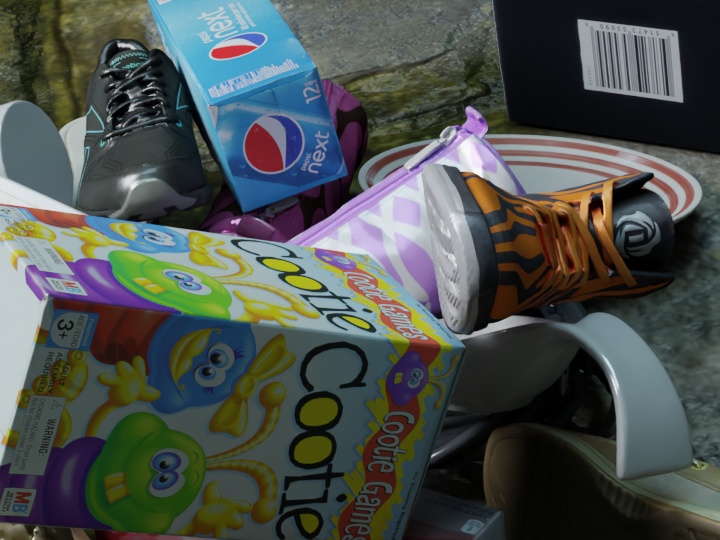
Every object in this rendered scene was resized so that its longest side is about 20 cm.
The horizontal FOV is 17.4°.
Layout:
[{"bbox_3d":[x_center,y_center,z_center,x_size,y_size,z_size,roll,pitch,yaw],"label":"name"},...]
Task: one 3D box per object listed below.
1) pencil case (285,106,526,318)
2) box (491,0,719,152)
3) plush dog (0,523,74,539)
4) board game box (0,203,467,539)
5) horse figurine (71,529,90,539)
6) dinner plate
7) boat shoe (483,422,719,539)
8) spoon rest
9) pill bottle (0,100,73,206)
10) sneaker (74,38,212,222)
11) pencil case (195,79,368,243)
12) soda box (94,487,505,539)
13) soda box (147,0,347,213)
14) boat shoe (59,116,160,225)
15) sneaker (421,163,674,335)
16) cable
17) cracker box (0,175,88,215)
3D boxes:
[{"bbox_3d":[0.000,0.000,1.204,0.199,0.086,0.084,-34,34,-15],"label":"pencil case"},{"bbox_3d":[0.215,-0.177,1.484,0.199,0.125,0.197,11,37,30],"label":"box"},{"bbox_3d":[-0.181,0.193,0.994,0.171,0.161,0.200,-30,20,-2],"label":"plush dog"},{"bbox_3d":[-0.073,0.046,1.007,0.199,0.104,0.105,8,20,-32],"label":"board game box"},{"bbox_3d":[-0.194,0.113,1.133,0.199,0.133,0.050,-6,40,36],"label":"horse figurine"},{"bbox_3d":[0.097,-0.042,1.357,0.198,0.024,0.200,3,18,-1],"label":"dinner plate"},{"bbox_3d":[0.136,0.118,1.082,0.066,0.075,0.199,-7,20,-36],"label":"boat shoe"},{"bbox_3d":[0.081,0.043,1.098,0.099,0.061,0.200,-8,15,-30],"label":"spoon rest"},{"bbox_3d":[-0.267,-0.036,1.346,0.199,0.105,0.104,-15,27,24],"label":"pill bottle"},{"bbox_3d":[-0.127,-0.076,1.286,0.075,0.080,0.200,-11,16,-7],"label":"sneaker"},{"bbox_3d":[-0.048,-0.039,1.352,0.090,0.094,0.200,13,34,3],"label":"pencil case"},{"bbox_3d":[-0.031,0.131,1.099,0.199,0.064,0.070,13,36,33],"label":"soda box"},{"bbox_3d":[-0.066,-0.106,1.322,0.064,0.068,0.200,-20,27,-5],"label":"soda box"},{"bbox_3d":[-0.152,-0.027,1.391,0.074,0.062,0.200,-14,29,-4],"label":"boat shoe"},{"bbox_3d":[0.088,-0.018,1.069,0.111,0.078,0.200,-9,2,4],"label":"sneaker"},{"bbox_3d":[0.046,0.050,1.238,0.162,0.051,0.200,-19,32,-5],"label":"cable"},{"bbox_3d":[-0.208,0.017,1.223,0.199,0.058,0.135,24,79,16],"label":"cracker box"}]
